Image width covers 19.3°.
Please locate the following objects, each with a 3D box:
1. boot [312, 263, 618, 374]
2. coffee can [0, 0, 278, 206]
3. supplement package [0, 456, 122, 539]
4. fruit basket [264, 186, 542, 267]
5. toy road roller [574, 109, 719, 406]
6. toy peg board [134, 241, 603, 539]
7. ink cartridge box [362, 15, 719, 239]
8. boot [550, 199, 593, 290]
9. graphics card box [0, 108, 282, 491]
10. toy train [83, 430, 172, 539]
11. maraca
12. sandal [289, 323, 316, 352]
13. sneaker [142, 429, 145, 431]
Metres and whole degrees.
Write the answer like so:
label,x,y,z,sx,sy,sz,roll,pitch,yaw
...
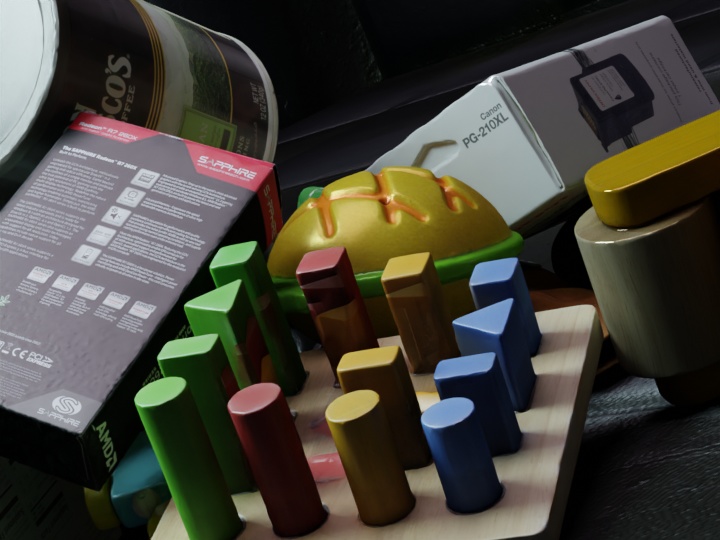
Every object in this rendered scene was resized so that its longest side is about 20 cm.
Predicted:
label,x,y,z,sx,sy,sz,roll,pitch,yaw
boot,0.079,0.054,1.235,0.188,0.069,0.200,-19,13,-27
coffee can,-0.165,-0.099,1.257,0.146,0.147,0.200,-17,-20,32
supplement package,-0.242,0.156,1.170,0.155,0.111,0.200,-21,8,10
fruit basket,0.003,-0.007,1.460,0.185,0.094,0.200,9,-6,-18
toy road roller,0.216,-0.010,1.012,0.200,0.123,0.146,-22,20,-1
toy peg board,-0.003,0.054,0.999,0.199,0.098,0.200,-11,26,19
ink cartridge box,0.113,-0.076,1.334,0.145,0.084,0.200,-35,-8,41
boot,0.231,-0.049,1.334,0.200,0.077,0.168,-25,2,32
graphics card box,-0.139,0.010,1.090,0.125,0.051,0.200,17,50,20
toy train,-0.053,0.112,1.098,0.150,0.056,0.200,-35,28,-32
maraca,0.000,0.000,1.181,0.200,0.107,0.137,-14,7,-35
sandal,-0.053,0.064,1.453,0.048,0.076,0.200,5,8,-20
sneaker,-0.115,0.072,1.253,0.077,0.200,0.084,26,89,54
